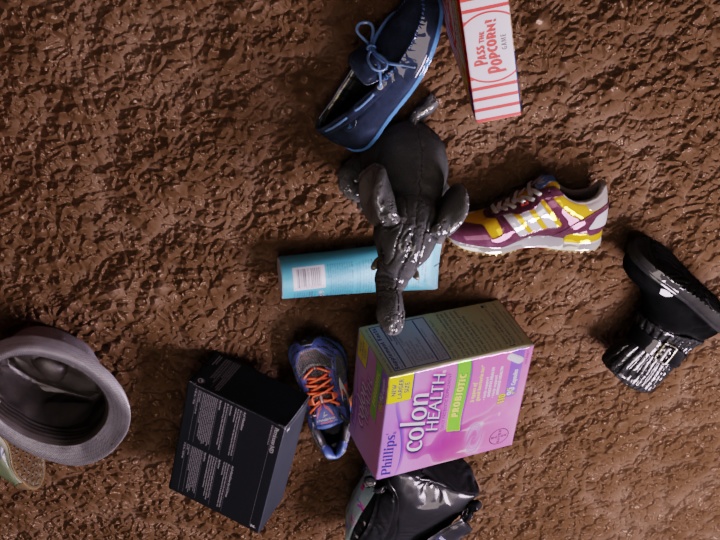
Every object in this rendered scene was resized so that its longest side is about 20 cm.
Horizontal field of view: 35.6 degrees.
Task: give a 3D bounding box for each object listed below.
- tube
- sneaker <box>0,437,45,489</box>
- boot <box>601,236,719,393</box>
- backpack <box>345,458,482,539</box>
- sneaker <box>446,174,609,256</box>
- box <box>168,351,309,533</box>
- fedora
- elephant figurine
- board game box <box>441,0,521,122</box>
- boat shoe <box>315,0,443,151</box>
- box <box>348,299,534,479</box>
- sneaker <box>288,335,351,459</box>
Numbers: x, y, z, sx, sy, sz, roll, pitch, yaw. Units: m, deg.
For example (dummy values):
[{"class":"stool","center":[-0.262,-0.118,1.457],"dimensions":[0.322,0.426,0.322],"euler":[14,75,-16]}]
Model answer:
[{"class":"tube","center":[0.000,0.000,1.359],"dimensions":[0.200,0.050,0.078],"euler":[-5,132,-8]},{"class":"sneaker","center":[-0.491,0.215,1.462],"dimensions":[0.090,0.067,0.200],"euler":[-2,136,17]},{"class":"boot","center":[0.360,0.064,1.421],"dimensions":[0.158,0.080,0.211],"euler":[-40,121,22]},{"class":"backpack","center":[0.059,0.332,1.564],"dimensions":[0.167,0.127,0.200],"euler":[23,123,-8]},{"class":"sneaker","center":[0.192,-0.072,1.312],"dimensions":[0.200,0.075,0.090],"euler":[-2,119,-12]},{"class":"box","center":[-0.160,0.225,1.458],"dimensions":[0.141,0.079,0.200],"euler":[26,126,13]},{"class":"fedora","center":[-0.379,0.142,1.394],"dimensions":[0.200,0.090,0.177],"euler":[29,117,-17]},{"class":"elephant figurine","center":[0.054,-0.061,1.218],"dimensions":[0.141,0.200,0.155],"euler":[-21,126,10]},{"class":"board game box","center":[0.108,-0.258,1.075],"dimensions":[0.046,0.200,0.152],"euler":[-11,127,3]},{"class":"boat shoe","center":[0.018,-0.206,1.176],"dimensions":[0.069,0.084,0.200],"euler":[12,123,-29]},{"class":"box","center":[0.098,0.149,1.414],"dimensions":[0.200,0.097,0.176],"euler":[-10,129,-20]},{"class":"sneaker","center":[-0.044,0.165,1.455],"dimensions":[0.075,0.079,0.200],"euler":[-14,127,4]}]
